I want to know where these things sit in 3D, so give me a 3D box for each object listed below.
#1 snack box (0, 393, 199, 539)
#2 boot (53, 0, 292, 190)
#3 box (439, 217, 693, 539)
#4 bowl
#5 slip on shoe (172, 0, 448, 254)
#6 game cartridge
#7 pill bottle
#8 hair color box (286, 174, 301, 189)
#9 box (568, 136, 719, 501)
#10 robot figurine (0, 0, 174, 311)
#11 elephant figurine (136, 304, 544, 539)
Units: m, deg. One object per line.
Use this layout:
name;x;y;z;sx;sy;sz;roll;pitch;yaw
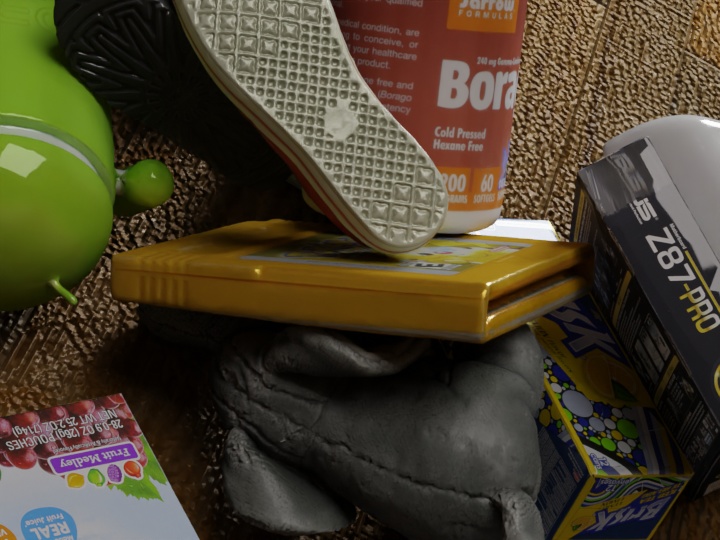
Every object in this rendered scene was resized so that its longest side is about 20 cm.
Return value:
snack box;-0.164;0.153;1.008;0.200;0.068;0.169;-10;57;-37
boot;-0.091;-0.157;1.212;0.165;0.066;0.200;44;31;-33
box;0.103;0.059;1.249;0.070;0.064;0.200;3;43;-30
bowl;0.250;-0.005;1.352;0.200;0.075;0.200;23;35;-53
slip on shoe;-0.031;-0.090;1.123;0.074;0.061;0.200;-37;91;-16
game cartridge;0.000;0.000;1.156;0.200;0.032;0.176;7;10;22
pill bottle;0.032;-0.127;1.220;0.112;0.200;0.112;6;11;-1
hair color box;0.020;-0.115;1.380;0.099;0.061;0.200;31;42;-3
box;0.168;0.032;1.226;0.049;0.200;0.161;-28;75;-4
robot figurine;-0.185;-0.065;1.162;0.175;0.116;0.200;9;47;-18
elephant figurine;-0.016;0.074;1.140;0.200;0.155;0.142;16;67;-13
